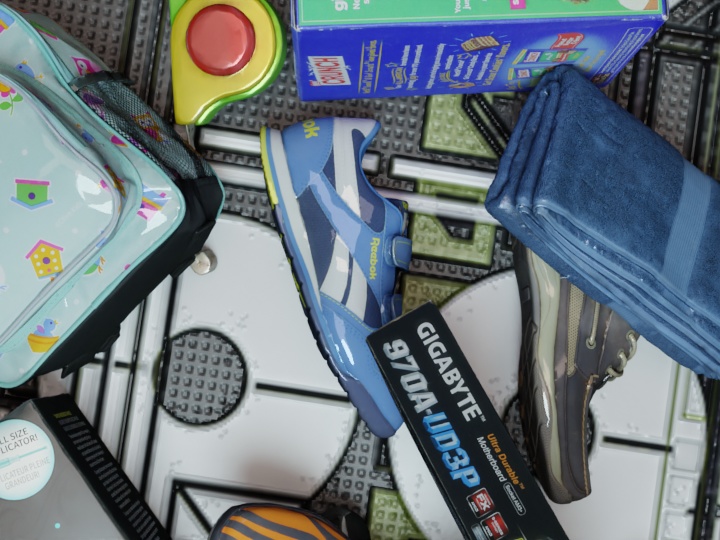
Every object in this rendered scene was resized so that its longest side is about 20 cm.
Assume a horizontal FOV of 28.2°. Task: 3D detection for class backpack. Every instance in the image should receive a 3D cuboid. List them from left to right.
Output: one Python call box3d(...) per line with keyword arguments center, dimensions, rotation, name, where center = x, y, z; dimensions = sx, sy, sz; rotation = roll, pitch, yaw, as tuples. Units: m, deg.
box3d(center=(-0.205, -0.054, 0.817), dimensions=(0.176, 0.153, 0.200), rotation=(-44, 80, 14), name="backpack")

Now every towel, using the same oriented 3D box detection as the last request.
box3d(center=(0.169, -0.026, 0.836), dimensions=(0.199, 0.048, 0.113), rotation=(34, 61, -23), name="towel")

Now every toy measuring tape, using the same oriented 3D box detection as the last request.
box3d(center=(-0.077, -0.099, 0.870), dimensions=(0.073, 0.074, 0.203), rotation=(-3, 96, -2), name="toy measuring tape")

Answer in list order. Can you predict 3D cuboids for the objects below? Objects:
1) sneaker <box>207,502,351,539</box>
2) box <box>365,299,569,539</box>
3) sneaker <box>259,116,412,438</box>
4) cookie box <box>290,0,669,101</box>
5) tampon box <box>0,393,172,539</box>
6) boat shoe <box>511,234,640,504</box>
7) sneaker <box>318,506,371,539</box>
box3d(center=(0.015, 0.186, 0.772), dimensions=(0.199, 0.112, 0.078), rotation=(34, 67, -19), name="sneaker")
box3d(center=(0.077, 0.136, 0.775), dimensions=(0.046, 0.159, 0.201), rotation=(-28, 56, -2), name="box")
box3d(center=(0.000, 0.000, 0.862), dimensions=(0.081, 0.074, 0.202), rotation=(-17, 90, -7), name="sneaker")
box3d(center=(0.059, -0.154, 0.823), dimensions=(0.197, 0.171, 0.076), rotation=(-3, 85, -2), name="cookie box")
box3d(center=(-0.180, 0.194, 0.819), dimensions=(0.149, 0.126, 0.201), rotation=(-36, 89, -4), name="tampon box")
box3d(center=(0.134, 0.039, 0.864), dimensions=(0.072, 0.074, 0.203), rotation=(-2, 88, -2), name="boat shoe")
box3d(center=(0.007, 0.245, 0.863), dimensions=(0.089, 0.070, 0.203), rotation=(5, 77, -31), name="sneaker")
